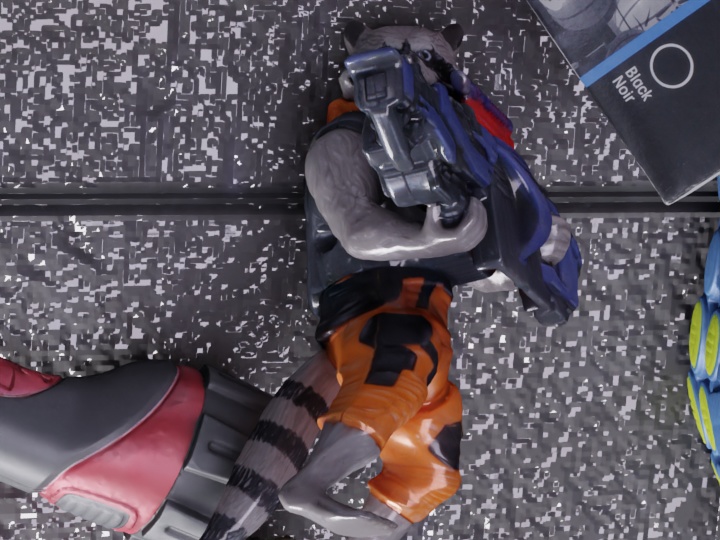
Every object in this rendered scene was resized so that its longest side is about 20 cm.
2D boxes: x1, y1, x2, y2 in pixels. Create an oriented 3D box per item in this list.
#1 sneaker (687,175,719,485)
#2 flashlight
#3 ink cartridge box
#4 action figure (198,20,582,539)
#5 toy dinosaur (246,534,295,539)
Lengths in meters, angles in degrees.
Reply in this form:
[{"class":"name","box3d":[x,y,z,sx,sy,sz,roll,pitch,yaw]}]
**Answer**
[{"class":"sneaker","box3d":[0.164,0.003,1.017,0.083,0.071,0.200,5,103,-9]},{"class":"flashlight","box3d":[-0.127,0.034,0.961,0.200,0.068,0.068,26,104,-16]},{"class":"ink cartridge box","box3d":[0.145,-0.113,0.857,0.200,0.039,0.100,-36,86,28]},{"class":"action figure","box3d":[0.000,0.000,0.932,0.104,0.194,0.200,-1,155,22]},{"class":"toy dinosaur","box3d":[-0.070,0.183,1.031,0.088,0.047,0.200,41,95,-7]}]
